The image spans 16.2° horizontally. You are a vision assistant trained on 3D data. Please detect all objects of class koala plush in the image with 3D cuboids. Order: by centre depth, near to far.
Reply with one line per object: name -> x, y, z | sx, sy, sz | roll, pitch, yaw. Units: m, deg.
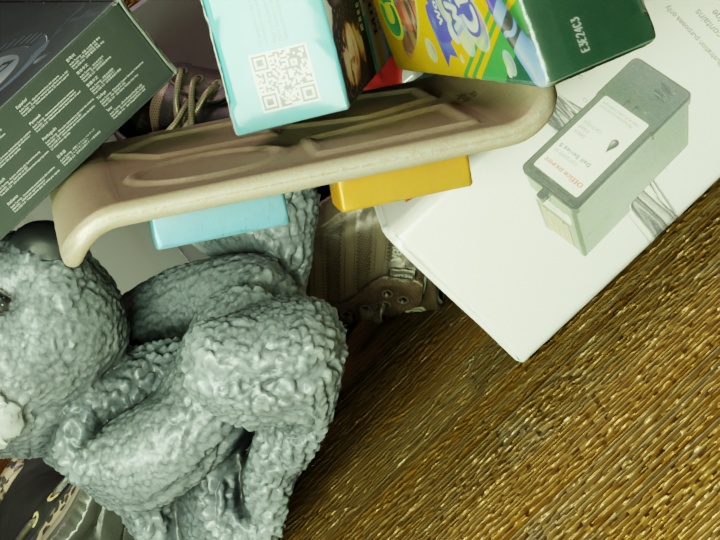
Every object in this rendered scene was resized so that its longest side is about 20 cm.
koala plush -> -0.128, 0.044, 1.132 | 0.177, 0.200, 0.184 | -102, 26, -54

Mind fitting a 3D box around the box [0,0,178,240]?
box -> -0.191, -0.039, 1.105 | 0.200, 0.044, 0.160 | -45, 23, -16

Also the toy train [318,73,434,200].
toy train -> 0.010, -0.069, 1.319 | 0.114, 0.085, 0.200 | -3, 70, 48

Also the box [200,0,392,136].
box -> -0.023, -0.120, 1.089 | 0.049, 0.082, 0.200 | -12, 12, 11

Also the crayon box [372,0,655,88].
crayon box -> 0.037, -0.143, 1.006 | 0.052, 0.126, 0.200 | -24, 13, -13

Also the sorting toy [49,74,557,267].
sorting toy -> -0.029, -0.045, 1.039 | 0.200, 0.036, 0.185 | -16, 12, -5

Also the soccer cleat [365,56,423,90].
soccer cleat -> -0.006, -0.151, 1.277 | 0.085, 0.069, 0.200 | -29, 47, 38

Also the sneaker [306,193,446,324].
sneaker -> 0.000, 0.000, 1.230 | 0.200, 0.076, 0.070 | -37, -4, 23

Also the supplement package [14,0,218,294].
supplement package -> -0.114, -0.052, 1.532 | 0.147, 0.191, 0.200 | -40, 4, -29

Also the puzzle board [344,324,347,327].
puzzle board -> -0.061, 0.068, 1.418 | 0.151, 0.017, 0.200 | -35, 14, 40

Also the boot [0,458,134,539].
boot -> -0.127, 0.111, 1.305 | 0.200, 0.073, 0.151 | -51, 18, 2

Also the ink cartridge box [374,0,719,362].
ink cartridge box -> 0.105, -0.069, 1.098 | 0.200, 0.084, 0.146 | -44, 11, 7

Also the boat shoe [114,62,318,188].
boat shoe -> -0.075, -0.065, 1.279 | 0.200, 0.073, 0.075 | 2, 73, 64
